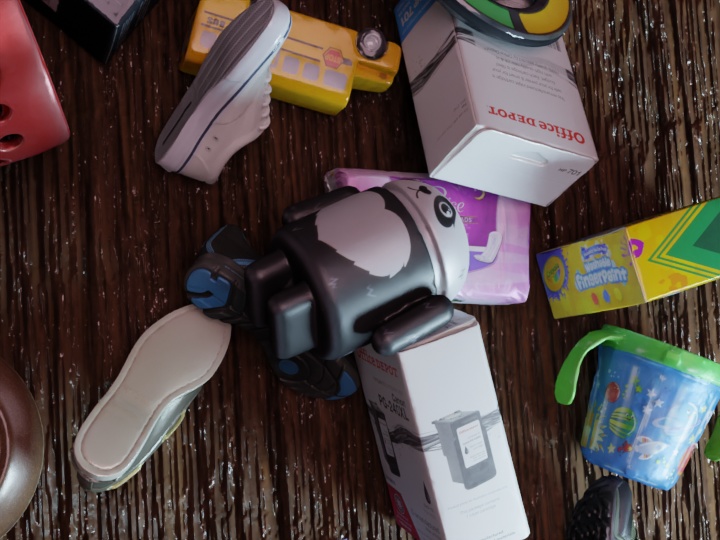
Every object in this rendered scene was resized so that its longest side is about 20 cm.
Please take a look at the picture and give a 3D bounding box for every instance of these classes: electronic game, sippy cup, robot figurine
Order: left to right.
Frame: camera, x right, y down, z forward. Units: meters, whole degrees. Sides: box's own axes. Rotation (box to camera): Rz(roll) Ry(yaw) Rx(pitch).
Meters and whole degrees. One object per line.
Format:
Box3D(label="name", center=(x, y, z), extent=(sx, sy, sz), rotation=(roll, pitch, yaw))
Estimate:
Box3D(label="robot figurine", center=(-0.001, -0.002, 1.192), extent=(0.198, 0.125, 0.152), rotation=(-24, 90, -20))
Box3D(label="electronic game", center=(0.115, -0.287, 1.278), extent=(0.198, 0.042, 0.202), rotation=(22, 46, -24))
Box3D(label="sippy cup", center=(0.276, 0.136, 1.339), extent=(0.176, 0.140, 0.132), rotation=(20, 88, 13))

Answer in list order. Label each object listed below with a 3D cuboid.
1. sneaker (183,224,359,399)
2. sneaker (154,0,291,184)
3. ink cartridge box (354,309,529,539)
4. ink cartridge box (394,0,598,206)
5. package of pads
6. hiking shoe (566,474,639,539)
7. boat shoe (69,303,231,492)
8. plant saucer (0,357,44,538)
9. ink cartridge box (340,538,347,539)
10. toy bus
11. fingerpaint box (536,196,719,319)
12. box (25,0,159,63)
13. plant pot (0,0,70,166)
Box3D(label="sneaker", center=(-0.069, 0.038, 1.273), extent=(0.200, 0.073, 0.082), rotation=(45, 38, -22))
Box3D(label="sneaker", center=(-0.110, -0.159, 1.247), extent=(0.070, 0.200, 0.074), rotation=(22, 39, -28))
Box3D(label="ink cartridge box", center=(0.067, 0.140, 1.243), extent=(0.082, 0.145, 0.202), rotation=(-18, 101, -16))
Box3D(label="ink cartridge box", center=(0.124, -0.175, 1.292), extent=(0.145, 0.086, 0.202), rotation=(12, 54, -32))
Box3D(label="package of pads", center=(0.061, -0.032, 1.318), extent=(0.197, 0.076, 0.122), rotation=(3, 86, -15))
Box3D(label="hiking shoe", center=(0.259, 0.297, 1.345), extent=(0.099, 0.076, 0.203), rotation=(-1, 93, -25))
Box3D(label="boat shoe", center=(-0.187, 0.111, 1.235), extent=(0.072, 0.060, 0.202), rotation=(34, 56, 5))
Box3D(label="plant saucer", center=(-0.373, 0.154, 1.193), extent=(0.198, 0.037, 0.203), rotation=(2, 84, -15))
Box3D(label="ink cartridge box", center=(-0.039, 0.358, 1.263), extent=(0.118, 0.042, 0.203), rotation=(-11, 85, -17))
Box3D(label="toy bus", center=(-0.065, -0.203, 1.308), extent=(0.198, 0.065, 0.079), rotation=(15, 80, -14))
Box3D(label="fingerpaint box", center=(0.284, -0.015, 1.316), extent=(0.165, 0.200, 0.074), rotation=(-17, 89, -18))
Box3D(label="box", center=(-0.240, -0.335, 1.247), extent=(0.199, 0.124, 0.197), rotation=(39, 73, -8))
Box3D(label="plant pot", center=(-0.360, -0.172, 1.153), extent=(0.181, 0.200, 0.203), rotation=(-21, 89, -12))
